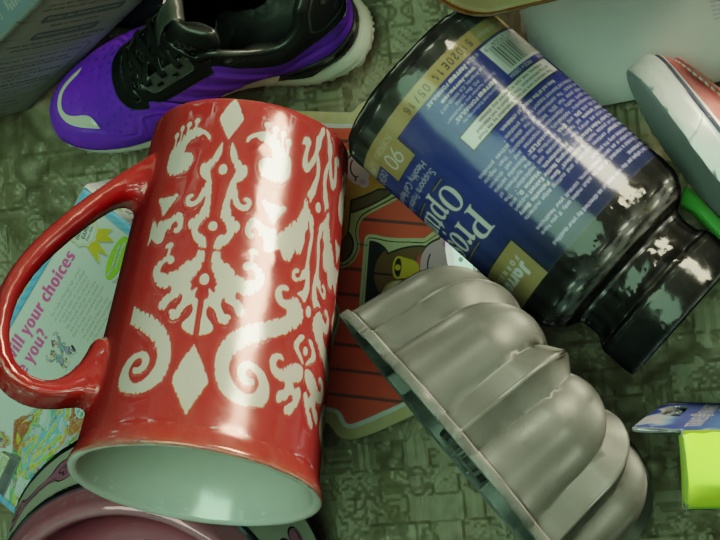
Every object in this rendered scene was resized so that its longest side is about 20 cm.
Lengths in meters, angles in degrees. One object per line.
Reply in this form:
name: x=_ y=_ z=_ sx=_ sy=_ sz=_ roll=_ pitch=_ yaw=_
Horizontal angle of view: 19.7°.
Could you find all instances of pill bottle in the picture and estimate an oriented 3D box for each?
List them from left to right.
pill bottle: x=0.100 y=-0.041 z=1.117 sx=0.200 sy=0.112 sz=0.112 roll=42 pitch=103 yaw=9

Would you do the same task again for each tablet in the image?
tablet: x=0.138 y=-0.187 z=1.113 sx=0.130 sy=0.014 sz=0.200 roll=-11 pitch=113 yaw=17

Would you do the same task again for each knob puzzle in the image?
knob puzzle: x=0.000 y=0.000 z=1.195 sx=0.219 sy=0.030 sz=0.220 roll=0 pitch=91 yaw=17

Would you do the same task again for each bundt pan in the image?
bundt pan: x=0.080 y=0.076 z=1.093 sx=0.076 sy=0.202 sz=0.202 roll=-39 pitch=80 yaw=-4

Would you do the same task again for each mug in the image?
mug: x=-0.086 y=0.013 z=1.084 sx=0.133 sy=0.177 sz=0.200 roll=-13 pitch=59 yaw=42

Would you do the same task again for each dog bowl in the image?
dog bowl: x=-0.121 y=0.194 z=1.187 sx=0.200 sy=0.074 sz=0.200 roll=4 pitch=109 yaw=11

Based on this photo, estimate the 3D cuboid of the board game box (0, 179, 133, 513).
board game box: x=-0.153 y=0.066 z=1.225 sx=0.134 sy=0.034 sz=0.200 roll=39 pitch=112 yaw=13

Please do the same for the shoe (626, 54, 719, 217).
shoe: x=0.233 y=-0.057 z=1.096 sx=0.091 sy=0.071 sz=0.200 roll=-37 pitch=67 yaw=-3

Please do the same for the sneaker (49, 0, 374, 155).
sneaker: x=-0.100 y=-0.129 z=1.181 sx=0.200 sy=0.100 sz=0.070 roll=-19 pitch=73 yaw=15

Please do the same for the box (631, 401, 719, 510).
box: x=0.250 y=0.093 z=1.071 sx=0.200 sy=0.122 sz=0.048 roll=-2 pitch=92 yaw=17

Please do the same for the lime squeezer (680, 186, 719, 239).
lime squeezer: x=0.263 y=0.014 z=1.117 sx=0.200 sy=0.038 sz=0.071 roll=14 pitch=65 yaw=17

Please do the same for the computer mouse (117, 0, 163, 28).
computer mouse: x=-0.094 y=-0.213 z=1.206 sx=0.200 sy=0.053 sz=0.139 roll=-28 pitch=84 yaw=16

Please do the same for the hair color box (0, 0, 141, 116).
hair color box: x=-0.188 y=-0.154 z=1.174 sx=0.200 sy=0.099 sz=0.061 roll=-35 pitch=81 yaw=41

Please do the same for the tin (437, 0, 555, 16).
tin: x=0.101 y=-0.193 z=1.049 sx=0.200 sy=0.042 sz=0.112 roll=-7 pitch=95 yaw=42
